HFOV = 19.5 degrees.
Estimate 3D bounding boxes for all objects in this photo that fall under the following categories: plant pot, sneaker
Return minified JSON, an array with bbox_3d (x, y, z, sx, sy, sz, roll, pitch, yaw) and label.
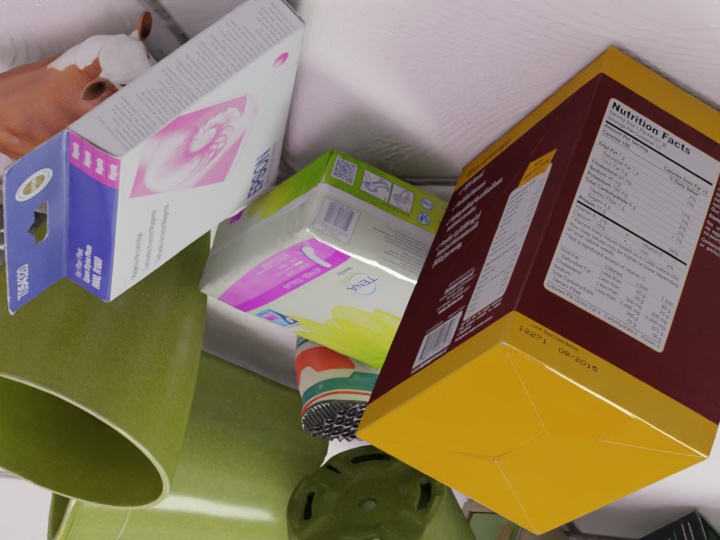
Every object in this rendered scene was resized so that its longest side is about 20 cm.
[{"bbox_3d":[-0.183,0.034,1.470,0.186,0.200,0.187,18,152,10],"label":"plant pot"},{"bbox_3d":[0.034,0.077,1.543,0.199,0.094,0.070,9,145,-37],"label":"sneaker"},{"bbox_3d":[-0.131,0.143,1.657,0.189,0.201,0.200,15,154,-12],"label":"plant pot"},{"bbox_3d":[0.023,0.238,1.589,0.199,0.200,0.190,6,130,28],"label":"plant pot"}]

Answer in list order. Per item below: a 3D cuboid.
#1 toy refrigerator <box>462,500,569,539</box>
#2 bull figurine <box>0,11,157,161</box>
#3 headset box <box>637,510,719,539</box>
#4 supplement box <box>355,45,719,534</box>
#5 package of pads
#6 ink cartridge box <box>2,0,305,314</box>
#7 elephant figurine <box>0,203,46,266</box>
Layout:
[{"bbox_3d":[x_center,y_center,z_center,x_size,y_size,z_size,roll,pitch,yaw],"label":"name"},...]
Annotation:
[{"bbox_3d":[0.098,0.291,1.729,0.076,0.200,0.070,-2,144,40],"label":"toy refrigerator"},{"bbox_3d":[-0.170,-0.104,1.358,0.200,0.065,0.121,-5,144,41],"label":"bull figurine"},{"bbox_3d":[0.232,0.309,1.681,0.200,0.093,0.174,-30,131,19],"label":"headset box"},{"bbox_3d":[0.123,0.017,1.211,0.133,0.200,0.197,29,152,-12],"label":"supplement box"},{"bbox_3d":[0.000,0.000,1.388,0.154,0.068,0.200,24,159,-18],"label":"package of pads"},{"bbox_3d":[-0.125,-0.058,1.273,0.043,0.200,0.197,45,157,13],"label":"ink cartridge box"},{"bbox_3d":[-0.336,-0.017,1.589,0.200,0.142,0.155,20,-173,-32],"label":"elephant figurine"}]
